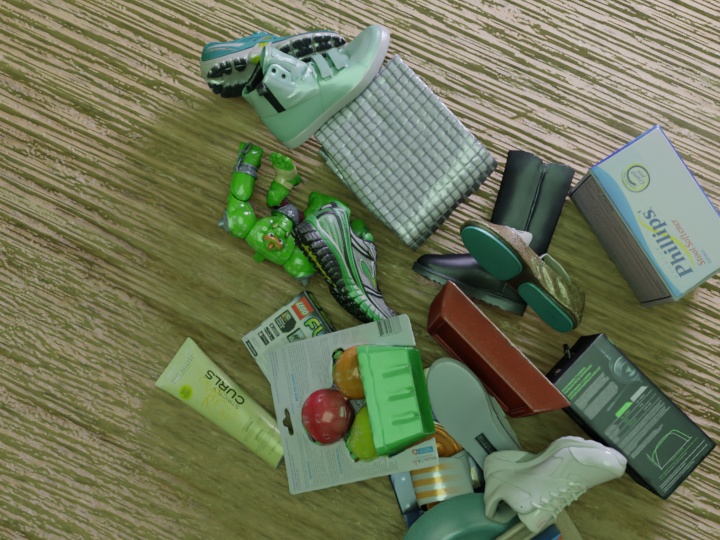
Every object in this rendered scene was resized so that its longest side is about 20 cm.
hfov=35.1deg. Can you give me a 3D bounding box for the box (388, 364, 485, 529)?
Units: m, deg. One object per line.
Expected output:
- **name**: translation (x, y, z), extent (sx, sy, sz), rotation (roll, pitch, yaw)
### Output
- **box**: translation (0.087, 0.232, 1.475), extent (0.120, 0.032, 0.202), rotation (-20, 86, 1)

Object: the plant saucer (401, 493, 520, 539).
- **plant saucer**: translation (0.137, 0.375, 1.414), extent (0.198, 0.036, 0.202), rotation (-5, 107, -15)

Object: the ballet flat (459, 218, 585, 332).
- **ballet flat**: translation (0.207, -0.006, 1.427), extent (0.200, 0.070, 0.066), rotation (44, 57, -14)

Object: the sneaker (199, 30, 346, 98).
- **sneaker**: translation (-0.115, -0.290, 1.503), extent (0.198, 0.078, 0.080), rotation (-10, 48, -11)

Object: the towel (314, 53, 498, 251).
- **towel**: translation (0.057, -0.150, 1.474), extent (0.166, 0.086, 0.200), rotation (-44, 75, 7)

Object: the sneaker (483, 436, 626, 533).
- **sneaker**: translation (0.226, 0.258, 1.332), extent (0.078, 0.199, 0.100), rotation (33, 53, -30)

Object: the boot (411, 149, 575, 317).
- **boot**: translation (0.173, -0.062, 1.473), extent (0.163, 0.066, 0.202), rotation (20, 92, -8)

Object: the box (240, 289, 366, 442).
- **box**: translation (-0.056, 0.139, 1.468), extent (0.110, 0.035, 0.201), rotation (-36, 78, 8)

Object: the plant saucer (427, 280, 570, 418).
- **plant saucer**: translation (0.155, 0.110, 1.395), extent (0.037, 0.200, 0.200), rotation (-44, 85, -9)

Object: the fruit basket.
- **fruit basket**: translation (-0.011, 0.166, 1.404), extent (0.198, 0.094, 0.187), rotation (-16, 79, 23)

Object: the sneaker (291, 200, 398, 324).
- **sneaker**: translation (0.000, 0.000, 1.445), extent (0.085, 0.078, 0.201), rotation (-42, 120, -15)

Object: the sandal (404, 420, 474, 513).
- **sandal**: translation (0.111, 0.290, 1.424), extent (0.078, 0.059, 0.209), rotation (-14, 90, 1)

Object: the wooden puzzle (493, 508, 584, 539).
- **wooden puzzle**: translation (0.213, 0.404, 1.400), extent (0.184, 0.046, 0.201), rotation (-34, 113, -4)

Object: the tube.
- **tube**: translation (-0.172, 0.179, 1.484), extent (0.199, 0.052, 0.058), rotation (38, 48, 10)

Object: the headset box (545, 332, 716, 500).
- **headset box**: translation (0.315, 0.170, 1.398), extent (0.200, 0.174, 0.093), rotation (44, 89, 6)

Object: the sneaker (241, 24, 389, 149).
- **sneaker**: translation (-0.059, -0.261, 1.446), extent (0.200, 0.074, 0.118), rotation (-45, 122, 5)

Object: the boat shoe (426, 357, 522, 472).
- **boat shoe**: translation (0.149, 0.187, 1.439), extent (0.071, 0.070, 0.201), rotation (-35, 103, 13)

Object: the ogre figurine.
- **ogre figurine**: translation (-0.095, -0.065, 1.479), extent (0.200, 0.098, 0.121), rotation (40, 73, -27)

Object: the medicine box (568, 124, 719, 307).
- **medicine box**: translation (0.357, -0.060, 1.400), extent (0.102, 0.200, 0.183), rotation (-33, 85, 0)
